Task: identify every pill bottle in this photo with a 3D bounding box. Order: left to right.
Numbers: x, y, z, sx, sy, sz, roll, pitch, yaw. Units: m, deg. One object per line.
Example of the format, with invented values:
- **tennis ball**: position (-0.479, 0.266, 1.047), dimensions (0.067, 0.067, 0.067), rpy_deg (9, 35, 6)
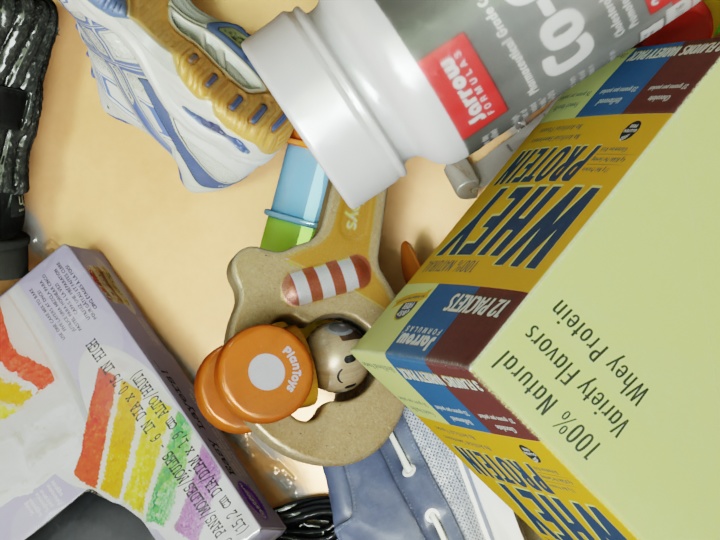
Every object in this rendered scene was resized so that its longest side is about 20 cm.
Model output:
- **pill bottle**: position (0.052, -0.122, 0.998), dimensions (0.200, 0.114, 0.114), rpy_deg (-34, 89, 1)

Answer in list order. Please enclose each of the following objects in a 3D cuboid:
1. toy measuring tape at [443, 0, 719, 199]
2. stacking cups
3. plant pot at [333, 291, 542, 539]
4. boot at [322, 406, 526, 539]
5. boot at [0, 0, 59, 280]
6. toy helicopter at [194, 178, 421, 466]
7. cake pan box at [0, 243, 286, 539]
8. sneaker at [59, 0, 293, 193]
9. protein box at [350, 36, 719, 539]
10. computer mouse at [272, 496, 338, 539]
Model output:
- **toy measuring tape**: position (0.117, -0.115, 1.084), dimensions (0.200, 0.074, 0.074), rpy_deg (-35, 89, 7)
- **stacking cups**: position (-0.019, -0.043, 1.119), dimensions (0.060, 0.061, 0.201), rpy_deg (15, 90, 6)
- **plant pot**: position (0.084, 0.089, 1.124), dimensions (0.199, 0.027, 0.201), rpy_deg (0, 93, 6)
- **boot**: position (0.044, 0.158, 1.074), dimensions (0.090, 0.073, 0.201), rpy_deg (-20, 73, 3)
- **boot**: position (-0.268, -0.082, 1.126), dimensions (0.210, 0.079, 0.159), rpy_deg (3, 101, -4)
- **toy helicopter**: position (0.000, 0.000, 1.061), dimensions (0.132, 0.079, 0.201), rpy_deg (14, 78, -11)
- **cake pan box**: position (-0.164, 0.119, 1.124), dimensions (0.184, 0.052, 0.200), rpy_deg (-37, 75, 10)
- **sneaker**: position (-0.124, -0.123, 1.104), dimensions (0.200, 0.075, 0.088), rpy_deg (51, 137, 2)
- **protein box**: position (0.146, 0.031, 1.002), dimensions (0.199, 0.135, 0.200), rpy_deg (45, 75, -18)
- **computer mouse**: position (-0.066, 0.223, 1.139), dimensions (0.140, 0.046, 0.201), rpy_deg (1, 94, 5)
